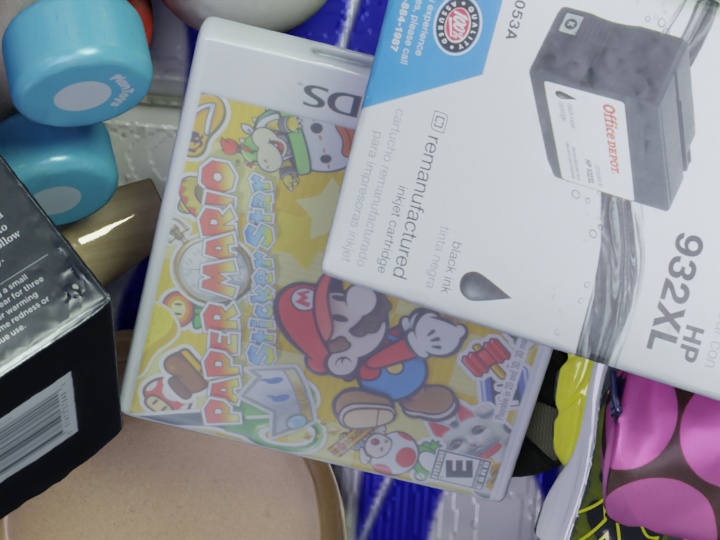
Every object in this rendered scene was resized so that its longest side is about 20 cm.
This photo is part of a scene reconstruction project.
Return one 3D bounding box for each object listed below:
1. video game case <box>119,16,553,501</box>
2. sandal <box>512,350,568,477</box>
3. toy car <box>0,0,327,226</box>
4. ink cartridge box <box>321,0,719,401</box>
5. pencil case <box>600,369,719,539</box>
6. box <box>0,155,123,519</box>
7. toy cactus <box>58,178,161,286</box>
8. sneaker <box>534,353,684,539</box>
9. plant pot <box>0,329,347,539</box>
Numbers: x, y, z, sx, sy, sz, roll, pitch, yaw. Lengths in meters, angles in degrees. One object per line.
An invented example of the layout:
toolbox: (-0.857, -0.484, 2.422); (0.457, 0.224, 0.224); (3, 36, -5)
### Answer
video game case: (0.000, 0.000, 1.122); (0.182, 0.023, 0.200); (13, 122, -3)
sandal: (0.019, 0.026, 1.186); (0.201, 0.057, 0.080); (28, 121, -6)
toy car: (-0.080, -0.138, 1.164); (0.200, 0.177, 0.184); (-5, 63, -19)
ink cartridge box: (0.104, -0.041, 0.999); (0.200, 0.084, 0.145); (18, 101, 16)
pencil case: (0.198, 0.078, 1.056); (0.200, 0.091, 0.094); (13, 87, 10)
box: (-0.200, -0.003, 1.103); (0.104, 0.148, 0.200); (-34, 70, -17)
toy cactus: (-0.165, 0.011, 1.220); (0.165, 0.102, 0.200); (-24, 60, -3)
sneaker: (0.128, 0.114, 1.152); (0.085, 0.074, 0.200); (12, 107, 33)
plant pot: (-0.100, 0.125, 1.254); (0.200, 0.027, 0.200); (2, 99, 14)
